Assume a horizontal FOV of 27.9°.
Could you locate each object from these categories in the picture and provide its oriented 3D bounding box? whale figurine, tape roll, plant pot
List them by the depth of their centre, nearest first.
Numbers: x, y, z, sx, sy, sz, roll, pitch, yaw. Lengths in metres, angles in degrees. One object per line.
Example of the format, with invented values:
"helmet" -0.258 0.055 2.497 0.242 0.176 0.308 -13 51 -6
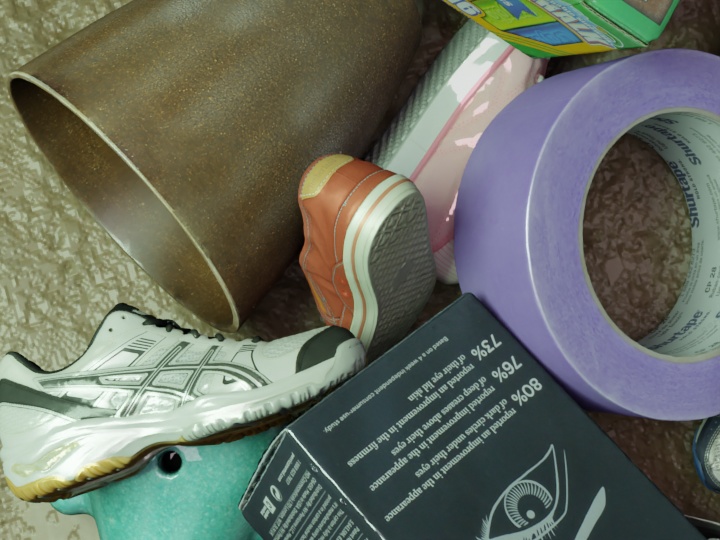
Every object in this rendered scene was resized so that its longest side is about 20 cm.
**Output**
"tape roll" 0.158 -0.019 0.815 0.198 0.085 0.202 0 90 -23
"plant pot" -0.064 -0.100 0.830 0.187 0.187 0.200 45 74 4
"whale figurine" -0.108 0.142 0.838 0.158 0.104 0.202 12 88 2

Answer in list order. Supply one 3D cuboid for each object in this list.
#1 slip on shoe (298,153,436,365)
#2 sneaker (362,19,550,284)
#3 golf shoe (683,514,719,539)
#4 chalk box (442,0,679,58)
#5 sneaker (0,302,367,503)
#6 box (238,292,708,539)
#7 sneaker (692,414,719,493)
"slip on shoe" 0.000 0.000 0.806 0.061 0.200 0.074 35 69 20
"sneaker" 0.081 -0.081 0.869 0.104 0.075 0.201 39 77 -14
"golf shoe" 0.214 0.187 0.794 0.199 0.092 0.073 17 65 30
"chalk box" 0.104 -0.192 0.727 0.123 0.200 0.125 30 87 -15
"sneaker" -0.098 0.052 0.757 0.198 0.076 0.088 -17 77 -3
"box" 0.061 0.138 0.757 0.148 0.105 0.200 -33 74 -34
"sneaker" 0.288 0.076 0.842 0.199 0.085 0.078 -23 86 0
